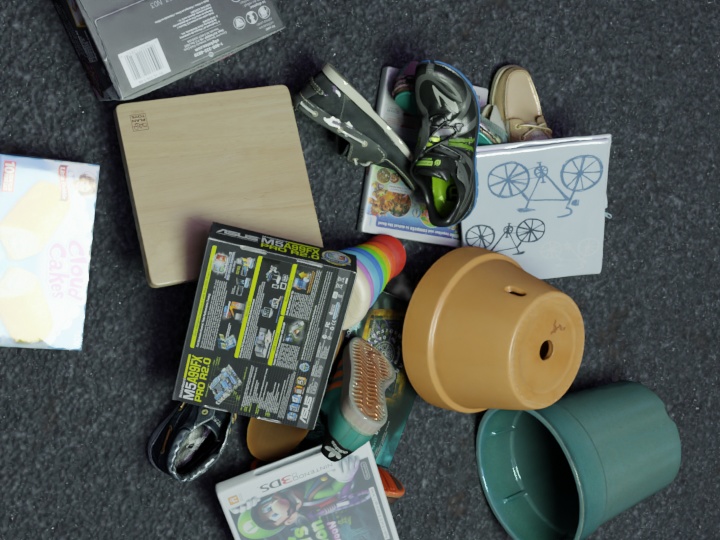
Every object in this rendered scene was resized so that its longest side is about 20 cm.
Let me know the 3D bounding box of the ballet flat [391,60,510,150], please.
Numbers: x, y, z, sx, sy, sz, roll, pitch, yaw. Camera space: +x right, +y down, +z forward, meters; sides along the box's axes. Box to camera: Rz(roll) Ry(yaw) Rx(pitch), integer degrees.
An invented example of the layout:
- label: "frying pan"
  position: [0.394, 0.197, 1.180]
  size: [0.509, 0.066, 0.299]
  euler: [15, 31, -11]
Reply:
- label: "ballet flat"
  position: [0.124, -0.184, 1.550]
  size: [0.200, 0.069, 0.071]
  euler: [35, 61, -23]

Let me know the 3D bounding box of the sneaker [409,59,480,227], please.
- label: "sneaker"
  position: [0.096, -0.141, 1.469]
  size: [0.083, 0.071, 0.200]
  euler: [-45, 133, -57]

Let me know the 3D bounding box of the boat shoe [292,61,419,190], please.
- label: "boat shoe"
  position: [0.002, -0.154, 1.489]
  size: [0.068, 0.072, 0.200]
  euler: [-45, 125, 4]

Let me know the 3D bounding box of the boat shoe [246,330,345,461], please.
- label: "boat shoe"
  position: [-0.072, 0.126, 1.499]
  size: [0.070, 0.070, 0.200]
  euler: [27, 102, -10]

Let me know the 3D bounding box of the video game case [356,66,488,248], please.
- label: "video game case"
  position: [0.077, -0.136, 1.573]
  size: [0.143, 0.018, 0.201]
  euler: [8, 91, -25]

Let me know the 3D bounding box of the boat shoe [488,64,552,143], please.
- label: "boat shoe"
  position: [0.210, -0.157, 1.603]
  size: [0.074, 0.069, 0.201]
  euler: [-13, 101, -23]

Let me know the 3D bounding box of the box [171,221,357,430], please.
- label: "box"
  position: [-0.103, 0.061, 1.368]
  size: [0.160, 0.044, 0.200]
  euler: [13, 114, -5]

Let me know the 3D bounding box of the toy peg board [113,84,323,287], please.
- label: "toy peg board"
  position: [-0.167, -0.088, 1.439]
  size: [0.200, 0.098, 0.200]
  euler: [-10, 84, -24]

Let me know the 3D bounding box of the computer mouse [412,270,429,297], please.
- label: "computer mouse"
  position: [0.101, 0.086, 1.561]
  size: [0.059, 0.034, 0.200]
  euler: [-42, 131, -30]

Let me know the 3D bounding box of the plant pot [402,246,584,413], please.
- label: "plant pot"
  position: [0.166, 0.080, 1.510]
  size: [0.200, 0.140, 0.201]
  euler: [-11, 107, -40]

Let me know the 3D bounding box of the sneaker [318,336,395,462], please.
- label: "sneaker"
  position: [-0.013, 0.143, 1.451]
  size: [0.071, 0.200, 0.080]
  euler: [39, 110, -9]

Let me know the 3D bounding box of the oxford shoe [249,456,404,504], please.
- label: "oxford shoe"
  position: [-0.044, 0.267, 1.539]
  size: [0.200, 0.071, 0.073]
  euler: [8, 113, -22]

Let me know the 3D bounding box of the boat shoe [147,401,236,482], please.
- label: "boat shoe"
  position: [-0.159, 0.150, 1.452]
  size: [0.071, 0.091, 0.200]
  euler: [37, 80, -23]

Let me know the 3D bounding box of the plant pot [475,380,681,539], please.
- label: "plant pot"
  position: [0.282, 0.235, 1.617]
  size: [0.196, 0.200, 0.201]
  euler: [-15, 101, -31]

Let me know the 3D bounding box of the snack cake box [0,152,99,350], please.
- label: "snack cake box"
  position: [-0.347, -0.020, 1.364]
  size: [0.115, 0.067, 0.201]
  euler: [5, 93, -24]

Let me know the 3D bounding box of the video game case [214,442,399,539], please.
- label: "video game case"
  position: [-0.055, 0.295, 1.497]
  size: [0.181, 0.023, 0.200]
  euler: [-20, 122, -6]

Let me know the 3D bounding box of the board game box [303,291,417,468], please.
- label: "board game box"
  position: [0.010, 0.125, 1.561]
  size: [0.135, 0.028, 0.200]
  euler: [23, 86, -24]

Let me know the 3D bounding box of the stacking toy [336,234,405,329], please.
- label: "stacking toy"
  position: [0.000, 0.000, 1.475]
  size: [0.085, 0.200, 0.086]
  euler: [6, 108, 19]

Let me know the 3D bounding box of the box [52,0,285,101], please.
- label: "box"
  position: [-0.206, -0.276, 1.378]
  size: [0.200, 0.115, 0.132]
  euler: [-28, 107, -18]

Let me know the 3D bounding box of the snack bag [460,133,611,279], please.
- label: "snack bag"
  position: [0.213, -0.068, 1.574]
  size: [0.188, 0.021, 0.200]
  euler: [-7, 122, -3]
